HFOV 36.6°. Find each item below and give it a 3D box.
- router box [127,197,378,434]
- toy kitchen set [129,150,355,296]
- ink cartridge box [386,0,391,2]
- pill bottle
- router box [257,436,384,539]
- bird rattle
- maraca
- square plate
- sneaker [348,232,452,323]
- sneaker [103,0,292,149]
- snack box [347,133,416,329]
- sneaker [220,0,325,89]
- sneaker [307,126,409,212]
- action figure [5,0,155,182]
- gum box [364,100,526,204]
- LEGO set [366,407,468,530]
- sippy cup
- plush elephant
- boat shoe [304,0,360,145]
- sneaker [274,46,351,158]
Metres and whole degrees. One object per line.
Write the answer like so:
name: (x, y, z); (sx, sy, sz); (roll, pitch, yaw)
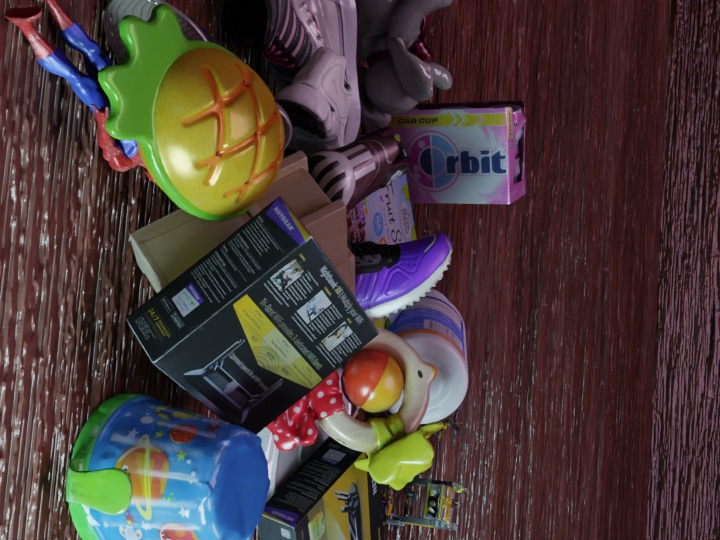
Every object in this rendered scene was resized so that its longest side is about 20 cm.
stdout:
router box: (-0.083, 0.048, 0.928); (0.157, 0.052, 0.200); (-38, 149, -4)
toy kitchen set: (-0.122, -0.013, 1.033); (0.179, 0.164, 0.201); (-28, 147, -19)
ink cartridge box: (-0.017, -0.414, 1.187); (0.175, 0.045, 0.202); (33, 40, -32)
pill bottle: (0.075, 0.094, 1.337); (0.200, 0.110, 0.114); (-80, 163, -71)
router box: (-0.036, 0.297, 1.179); (0.157, 0.052, 0.202); (-41, 135, -45)
bird rattle: (-0.005, 0.134, 1.122); (0.164, 0.198, 0.113); (-61, 174, -28)
maraca: (-0.132, -0.122, 0.875); (0.200, 0.106, 0.139); (40, 59, -49)
square plate: (-0.060, 0.188, 1.203); (0.200, 0.028, 0.201); (33, 62, -59)
sneaker: (0.000, 0.000, 1.161); (0.100, 0.199, 0.070); (57, 6, -20)
sneaker: (-0.153, -0.180, 0.977); (0.200, 0.075, 0.106); (41, 8, -31)
snack box: (0.003, -0.038, 1.277); (0.169, 0.067, 0.203); (-46, 132, -54)
sneaker: (-0.093, -0.239, 1.078); (0.088, 0.073, 0.201); (-48, 148, -25)
sneaker: (-0.007, -0.084, 1.088); (0.115, 0.200, 0.076); (-29, 89, -19)
action figure: (-0.206, -0.142, 0.882); (0.201, 0.051, 0.066); (64, 35, -47)
gum box: (0.108, -0.144, 1.334); (0.066, 0.197, 0.115); (-31, 120, -59)
LEGO set: (0.074, 0.242, 1.373); (0.154, 0.114, 0.202); (49, 48, -53)
sippy cup: (-0.151, 0.175, 0.911); (0.178, 0.129, 0.141); (-52, 136, -50)
plush elephant: (0.047, -0.255, 1.265); (0.198, 0.164, 0.157); (-24, 101, -30)
boat shoe: (-0.041, -0.217, 1.183); (0.065, 0.072, 0.202); (-18, 138, -19)
sneaker: (-0.038, -0.157, 1.116); (0.200, 0.074, 0.082); (96, 19, -75)
